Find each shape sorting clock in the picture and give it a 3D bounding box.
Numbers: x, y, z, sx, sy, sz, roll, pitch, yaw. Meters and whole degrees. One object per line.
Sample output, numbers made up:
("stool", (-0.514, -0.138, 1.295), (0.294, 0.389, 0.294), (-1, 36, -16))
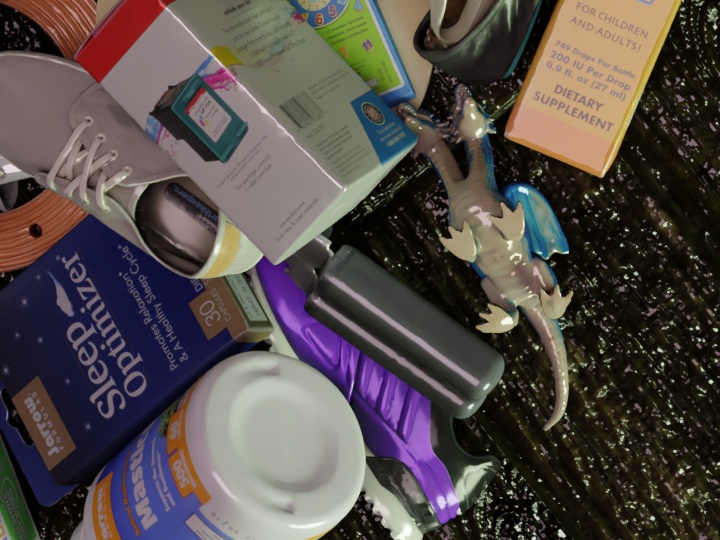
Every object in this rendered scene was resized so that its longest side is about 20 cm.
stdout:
("shape sorting clock", (-0.055, -0.138, 1.698), (0.200, 0.039, 0.200), (2, 105, 7))

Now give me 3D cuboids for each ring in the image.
("ring", (-0.229, -0.098, 1.752), (0.200, 0.019, 0.201), (2, 100, 10))

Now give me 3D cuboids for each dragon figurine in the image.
("dragon figurine", (0.084, -0.013, 1.682), (0.059, 0.099, 0.200), (-26, 113, 13))

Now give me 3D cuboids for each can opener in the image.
("can opener", (0.000, 0.000, 1.665), (0.200, 0.067, 0.053), (35, 146, 3))

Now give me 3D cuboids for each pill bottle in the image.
("pill bottle", (-0.091, 0.135, 1.683), (0.112, 0.112, 0.200), (49, 138, 0))

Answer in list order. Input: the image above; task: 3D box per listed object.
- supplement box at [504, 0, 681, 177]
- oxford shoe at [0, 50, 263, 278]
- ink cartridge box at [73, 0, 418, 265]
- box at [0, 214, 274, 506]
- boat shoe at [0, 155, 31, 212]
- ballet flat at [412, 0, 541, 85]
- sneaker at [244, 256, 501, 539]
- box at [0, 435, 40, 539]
("supplement box", (0.147, -0.157, 1.640), (0.066, 0.069, 0.200), (23, 101, 4))
("oxford shoe", (-0.141, -0.060, 1.631), (0.200, 0.058, 0.075), (33, 114, 10))
("ink cartridge box", (-0.075, -0.109, 1.616), (0.200, 0.116, 0.067), (46, 117, 4))
("box", (-0.153, 0.040, 1.718), (0.200, 0.032, 0.121), (-39, 70, 27))
("boat shoe", (-0.223, -0.062, 1.710), (0.200, 0.074, 0.065), (-16, 103, 20))
("ballet flat", (0.085, -0.186, 1.619), (0.068, 0.068, 0.200), (9, 123, -26))
("sneaker", (0.012, 0.055, 1.710), (0.099, 0.070, 0.200), (-32, 89, 1))
("box", (-0.315, 0.106, 1.756), (0.176, 0.097, 0.200), (-19, 96, 20))
